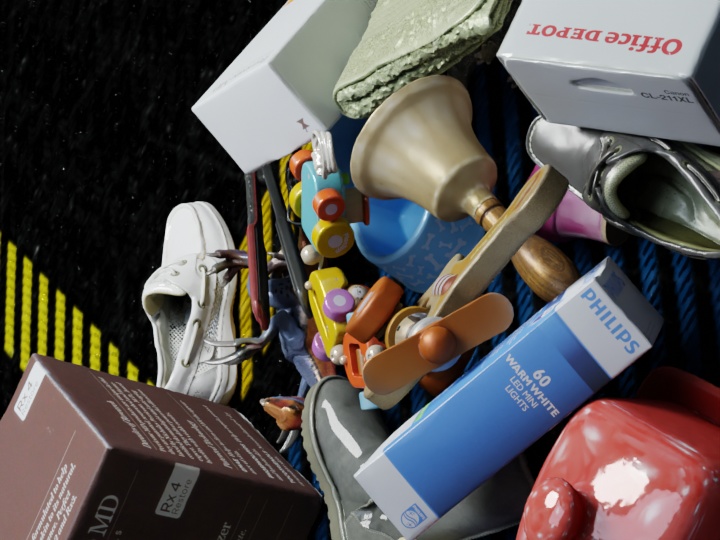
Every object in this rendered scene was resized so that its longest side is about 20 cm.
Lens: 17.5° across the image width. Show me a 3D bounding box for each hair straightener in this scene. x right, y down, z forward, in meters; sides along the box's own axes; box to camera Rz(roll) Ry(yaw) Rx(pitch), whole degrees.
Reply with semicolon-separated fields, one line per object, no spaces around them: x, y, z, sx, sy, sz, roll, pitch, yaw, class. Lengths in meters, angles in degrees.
-0.050;-0.043;1.804;0.077;0.041;0.200;-12;47;7;hair straightener

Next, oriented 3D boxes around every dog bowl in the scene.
0.030;-0.075;1.769;0.111;0.050;0.200;-48;41;29;dog bowl

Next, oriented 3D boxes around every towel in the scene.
0.057;-0.194;1.660;0.200;0.036;0.148;-29;32;54;towel

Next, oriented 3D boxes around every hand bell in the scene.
0.091;-0.035;1.584;0.200;0.104;0.104;46;113;35;hand bell

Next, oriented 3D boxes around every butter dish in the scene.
0.161;0.160;1.410;0.200;0.148;0.200;32;100;54;butter dish

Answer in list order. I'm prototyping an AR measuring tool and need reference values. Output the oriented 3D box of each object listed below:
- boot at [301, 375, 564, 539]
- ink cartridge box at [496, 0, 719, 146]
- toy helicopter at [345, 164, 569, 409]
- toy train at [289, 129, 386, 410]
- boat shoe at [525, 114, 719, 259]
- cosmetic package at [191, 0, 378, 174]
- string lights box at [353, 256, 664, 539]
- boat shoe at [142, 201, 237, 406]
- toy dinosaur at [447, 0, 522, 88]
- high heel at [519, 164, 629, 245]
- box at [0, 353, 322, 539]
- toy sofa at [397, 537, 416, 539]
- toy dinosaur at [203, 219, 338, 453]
0.051;0.120;1.638;0.200;0.073;0.182;-41;58;43;boot
0.197;-0.187;1.496;0.146;0.083;0.200;11;66;36;ink cartridge box
0.064;0.013;1.507;0.200;0.079;0.132;-51;5;24;toy helicopter
0.000;0.000;1.672;0.150;0.056;0.200;155;106;-73;toy train
0.180;-0.060;1.505;0.201;0.066;0.072;29;113;35;boat shoe
-0.031;-0.170;1.788;0.101;0.071;0.200;-25;21;46;cosmetic package
0.095;0.080;1.489;0.200;0.103;0.059;-40;89;15;string lights box
-0.146;0.022;1.941;0.071;0.069;0.200;-40;45;38;boat shoe
0.105;-0.202;1.706;0.200;0.077;0.102;-55;45;25;toy dinosaur
0.158;-0.117;1.608;0.096;0.067;0.200;14;99;44;high heel
-0.172;0.188;1.790;0.164;0.200;0.166;40;109;52;box
0.051;0.282;1.555;0.098;0.083;0.200;-27;54;46;toy sofa
-0.050;0.040;1.782;0.200;0.105;0.181;-58;42;13;toy dinosaur
